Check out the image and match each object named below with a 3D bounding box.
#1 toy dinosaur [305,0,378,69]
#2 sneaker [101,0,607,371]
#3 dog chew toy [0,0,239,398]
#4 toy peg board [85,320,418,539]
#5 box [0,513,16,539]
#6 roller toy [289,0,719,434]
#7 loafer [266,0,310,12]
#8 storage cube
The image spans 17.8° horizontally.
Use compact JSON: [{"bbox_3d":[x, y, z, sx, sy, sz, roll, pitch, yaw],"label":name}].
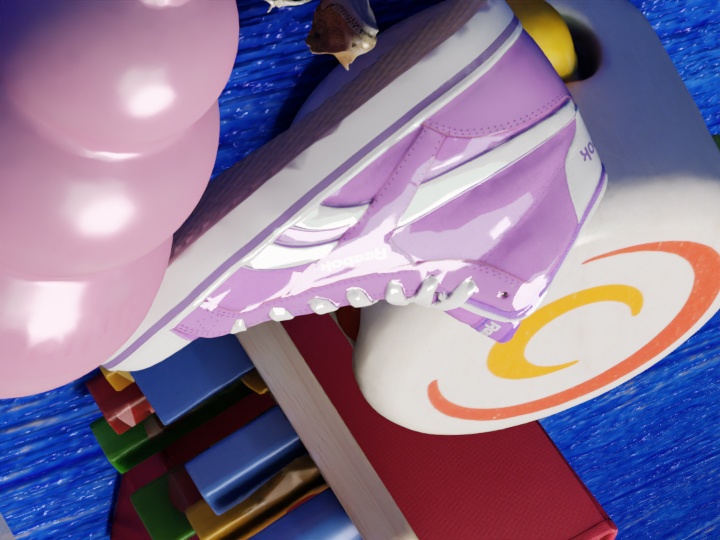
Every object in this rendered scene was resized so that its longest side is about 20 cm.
[{"bbox_3d":[0.027,-0.140,0.840,0.106,0.060,0.200,-55,174,36],"label":"toy dinosaur"},{"bbox_3d":[0.000,0.000,0.845,0.200,0.115,0.073,-35,-164,4],"label":"sneaker"},{"bbox_3d":[-0.101,-0.043,0.737,0.124,0.125,0.200,-16,160,-38],"label":"dog chew toy"},{"bbox_3d":[-0.053,0.085,0.972,0.098,0.200,0.199,-33,157,-4],"label":"toy peg board"},{"bbox_3d":[-0.258,0.190,1.015,0.183,0.105,0.200,-15,149,-40],"label":"box"},{"bbox_3d":[0.060,-0.030,0.985,0.182,0.140,0.199,-40,150,29],"label":"roller toy"},{"bbox_3d":[-0.042,-0.144,0.713,0.075,0.070,0.200,-36,157,1],"label":"loafer"},{"bbox_3d":[-0.005,0.132,1.155,0.199,0.180,0.171,-26,156,-22],"label":"storage cube"}]
